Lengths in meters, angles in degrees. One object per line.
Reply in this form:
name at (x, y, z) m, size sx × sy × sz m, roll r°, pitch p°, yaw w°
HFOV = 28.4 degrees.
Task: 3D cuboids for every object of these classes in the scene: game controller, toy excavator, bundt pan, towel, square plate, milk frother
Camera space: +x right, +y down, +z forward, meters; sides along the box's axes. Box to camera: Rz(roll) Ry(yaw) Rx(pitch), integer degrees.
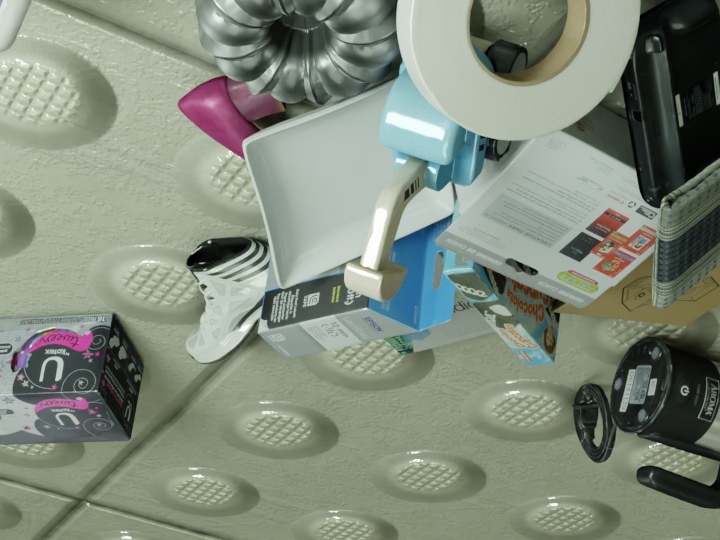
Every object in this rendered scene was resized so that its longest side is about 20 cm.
game controller at (0.281, -0.148, 1.251) m, size 0.042 × 0.104 × 0.200 m, roll 32°, pitch 150°, yaw 44°
toy excavator at (0.049, -0.096, 1.221) m, size 0.100 × 0.200 × 0.195 m, roll 21°, pitch 128°, yaw 21°
bundt pan at (-0.050, -0.216, 1.215) m, size 0.202 × 0.076 × 0.202 m, roll 2°, pitch 145°, yaw 2°
towel at (0.348, -0.071, 1.328) m, size 0.200 × 0.035 × 0.193 m, roll -37°, pitch 151°, yaw -11°
square plate at (-0.008, -0.092, 1.355) m, size 0.198 × 0.028 × 0.200 m, roll -24°, pitch 138°, yaw -12°
milk frother at (0.383, 0.179, 1.729) m, size 0.188 × 0.181 × 0.200 m, roll 19°, pitch -174°, yaw -21°

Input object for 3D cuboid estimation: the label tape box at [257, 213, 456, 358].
label tape box at (0.000, 0.000, 1.460) m, size 0.200 × 0.143 × 0.066 m, roll -15°, pitch 141°, yaw 30°

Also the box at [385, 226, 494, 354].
box at (0.059, 0.022, 1.590) m, size 0.144 × 0.036 × 0.200 m, roll -17°, pitch 140°, yaw 27°

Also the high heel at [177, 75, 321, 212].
high heel at (-0.098, -0.111, 1.382) m, size 0.096 × 0.067 × 0.200 m, roll -14°, pitch 128°, yaw 11°

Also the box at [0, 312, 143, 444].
box at (-0.384, 0.135, 1.731) m, size 0.200 × 0.115 × 0.132 m, roll -4°, pitch 146°, yaw 10°

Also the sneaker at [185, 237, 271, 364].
sneaker at (-0.161, 0.022, 1.597) m, size 0.115 × 0.076 × 0.200 m, roll 33°, pitch 129°, yaw -23°

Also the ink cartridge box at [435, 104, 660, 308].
ink cartridge box at (0.193, -0.071, 1.370) m, size 0.200 × 0.084 × 0.176 m, roll 24°, pitch 129°, yaw -27°

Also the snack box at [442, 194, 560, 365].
snack box at (0.153, 0.002, 1.477) m, size 0.037 × 0.116 × 0.200 m, roll -8°, pitch 146°, yaw 31°

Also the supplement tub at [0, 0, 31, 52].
supplement tub at (-0.351, -0.267, 1.107) m, size 0.200 × 0.145 × 0.144 m, roll 18°, pitch 144°, yaw -20°

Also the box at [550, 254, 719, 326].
box at (0.327, 0.011, 1.509) m, size 0.200 × 0.021 × 0.163 m, roll 6°, pitch 149°, yaw -34°

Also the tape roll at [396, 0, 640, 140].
tape roll at (0.129, -0.204, 1.142) m, size 0.203 × 0.037 × 0.203 m, roll -6°, pitch 110°, yaw -16°
